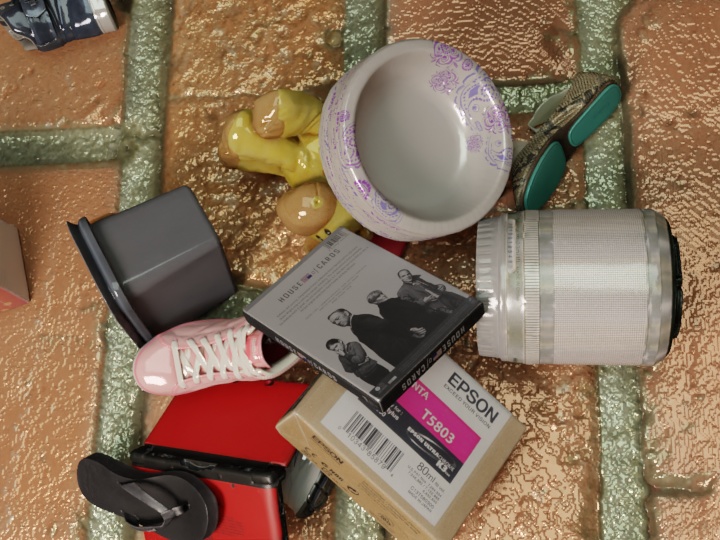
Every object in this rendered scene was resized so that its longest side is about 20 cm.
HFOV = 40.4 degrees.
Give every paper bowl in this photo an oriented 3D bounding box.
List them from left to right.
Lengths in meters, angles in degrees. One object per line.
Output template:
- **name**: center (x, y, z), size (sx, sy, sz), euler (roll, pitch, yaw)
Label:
- **paper bowl**: center (0.051, -0.130, 1.022), size (0.200, 0.104, 0.202), euler (3, 83, -26)

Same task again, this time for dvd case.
- **dvd case**: center (0.000, 0.041, 0.973), size (0.200, 0.025, 0.150), euler (29, 59, 37)

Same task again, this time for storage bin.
- **storage bin**: center (-0.224, -0.010, 1.088), size (0.134, 0.200, 0.146), euler (-28, 71, -11)

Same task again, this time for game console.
- **game console**: center (-0.136, 0.217, 1.055), size (0.199, 0.119, 0.173), euler (1, 104, 34)

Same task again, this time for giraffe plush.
- **giraffe plush**: center (-0.051, -0.102, 1.106), size (0.199, 0.173, 0.163), euler (-8, 80, -18)

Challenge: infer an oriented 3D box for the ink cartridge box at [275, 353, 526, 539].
- **ink cartridge box**: center (0.043, 0.159, 0.986), size (0.200, 0.075, 0.165), euler (42, 61, -1)

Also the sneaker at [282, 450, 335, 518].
- **sneaker**: center (-0.046, 0.163, 1.062), size (0.087, 0.075, 0.201), euler (25, 78, 22)

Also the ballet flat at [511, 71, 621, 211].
- **ballet flat**: center (0.217, -0.149, 1.117), size (0.075, 0.068, 0.200), euler (28, 74, 38)

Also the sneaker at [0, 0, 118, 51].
- **sneaker**: center (-0.415, -0.382, 1.283), size (0.145, 0.077, 0.203), euler (-21, 72, 1)

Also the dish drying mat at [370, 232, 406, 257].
- **dish drying mat**: center (0.000, 0.000, 1.129), size (0.076, 0.018, 0.201), euler (22, 80, 18)

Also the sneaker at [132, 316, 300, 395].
- **sneaker**: center (-0.146, 0.086, 1.044), size (0.199, 0.105, 0.076), euler (-11, 88, -10)

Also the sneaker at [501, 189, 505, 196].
- **sneaker**: center (0.127, -0.175, 1.131), size (0.075, 0.070, 0.201), euler (-26, 77, -15)

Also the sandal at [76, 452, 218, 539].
- **sandal**: center (-0.230, 0.245, 1.026), size (0.199, 0.043, 0.077), euler (4, 105, 33)

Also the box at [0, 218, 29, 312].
- **box**: center (-0.522, 0.002, 1.149), size (0.199, 0.152, 0.107), euler (-18, 71, 5)

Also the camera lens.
- **camera lens**: center (0.222, 0.017, 1.008), size (0.199, 0.160, 0.161), euler (0, 74, 10)
